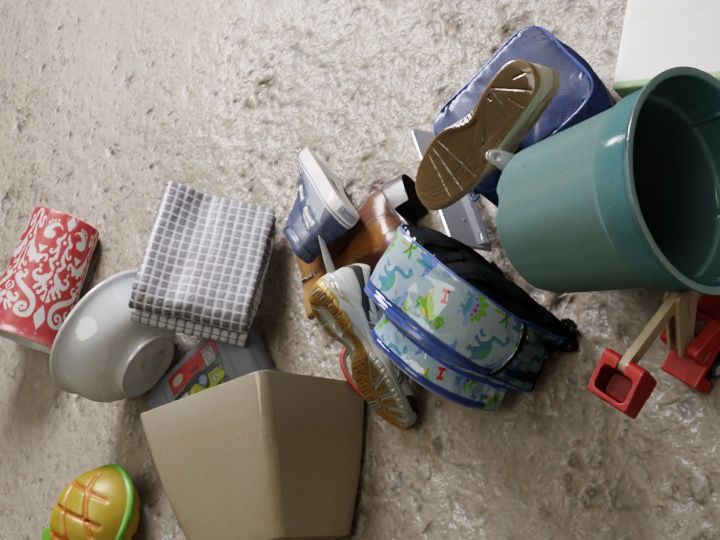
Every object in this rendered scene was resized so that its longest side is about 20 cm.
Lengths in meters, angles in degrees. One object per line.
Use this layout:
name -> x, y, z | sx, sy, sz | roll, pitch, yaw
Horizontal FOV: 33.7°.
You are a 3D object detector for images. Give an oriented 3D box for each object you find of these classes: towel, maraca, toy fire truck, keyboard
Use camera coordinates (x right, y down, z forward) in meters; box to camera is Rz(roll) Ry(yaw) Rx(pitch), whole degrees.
towel -> -0.205, -0.014, 1.571 | 0.163, 0.086, 0.202 | 11, 60, 0
maraca -> -0.373, 0.350, 1.608 | 0.200, 0.107, 0.138 | -47, 42, 15
toy fire truck -> 0.310, 0.053, 1.137 | 0.049, 0.140, 0.201 | 31, 93, 43
keyboard -> 0.106, -0.099, 1.416 | 0.201, 0.056, 0.011 | -106, 30, -41

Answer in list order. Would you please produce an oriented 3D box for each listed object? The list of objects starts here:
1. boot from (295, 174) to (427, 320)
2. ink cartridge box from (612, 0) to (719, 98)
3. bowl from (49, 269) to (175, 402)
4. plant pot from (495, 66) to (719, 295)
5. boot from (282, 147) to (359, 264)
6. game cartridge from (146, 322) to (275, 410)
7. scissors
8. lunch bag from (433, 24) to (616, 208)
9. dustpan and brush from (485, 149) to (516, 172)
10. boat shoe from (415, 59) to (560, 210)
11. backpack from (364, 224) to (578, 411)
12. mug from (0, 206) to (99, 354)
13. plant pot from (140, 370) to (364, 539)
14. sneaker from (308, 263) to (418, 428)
boot -> 0.000, 0.000, 1.471 | 0.199, 0.068, 0.190 | -35, 53, 25
ink cartridge box -> 0.361, -0.288, 1.303 | 0.144, 0.048, 0.202 | 0, 72, 40
bowl -> -0.319, 0.108, 1.624 | 0.090, 0.201, 0.202 | 35, 96, 24
plant pot -> 0.241, -0.065, 1.109 | 0.195, 0.199, 0.203 | -14, 62, 52
boot -> -0.068, -0.086, 1.527 | 0.090, 0.073, 0.200 | -43, 26, 9
game cartridge -> -0.202, 0.163, 1.594 | 0.200, 0.041, 0.134 | -44, 54, 17
scissors -> -0.021, 0.058, 1.421 | 0.073, 0.014, 0.201 | -32, 86, -13
lunch bag -> 0.188, -0.154, 1.335 | 0.200, 0.132, 0.136 | -43, 58, 16
dustpan and brush -> 0.209, -0.083, 1.240 | 0.057, 0.198, 0.141 | 156, 130, -69
boat shoe -> 0.134, -0.137, 1.248 | 0.200, 0.065, 0.072 | -51, 60, 32
backpack -> 0.099, 0.053, 1.275 | 0.183, 0.199, 0.148 | 40, 98, 42
mug -> -0.506, 0.012, 1.852 | 0.176, 0.133, 0.202 | 9, 74, 40
plant pot -> -0.112, 0.236, 1.393 | 0.199, 0.199, 0.179 | -22, 69, 31
sneaker -> 0.025, 0.083, 1.380 | 0.075, 0.087, 0.202 | -22, 99, 56
